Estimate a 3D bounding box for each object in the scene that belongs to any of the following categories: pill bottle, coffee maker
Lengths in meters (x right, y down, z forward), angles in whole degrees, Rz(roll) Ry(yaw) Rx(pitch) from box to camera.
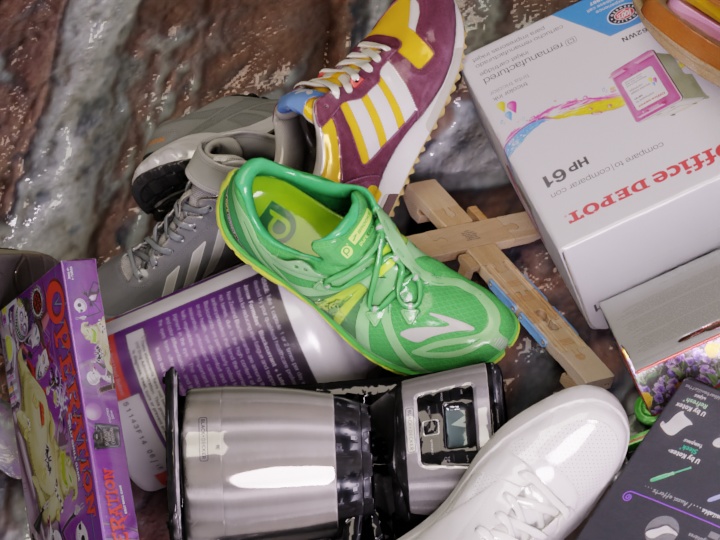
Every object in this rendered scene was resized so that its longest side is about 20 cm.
[{"bbox_3d":[-0.064,0.052,1.769,0.200,0.111,0.112,-22,47,6],"label":"pill bottle"},{"bbox_3d":[-0.011,0.119,1.663,0.200,0.192,0.135,-2,89,-1],"label":"coffee maker"}]

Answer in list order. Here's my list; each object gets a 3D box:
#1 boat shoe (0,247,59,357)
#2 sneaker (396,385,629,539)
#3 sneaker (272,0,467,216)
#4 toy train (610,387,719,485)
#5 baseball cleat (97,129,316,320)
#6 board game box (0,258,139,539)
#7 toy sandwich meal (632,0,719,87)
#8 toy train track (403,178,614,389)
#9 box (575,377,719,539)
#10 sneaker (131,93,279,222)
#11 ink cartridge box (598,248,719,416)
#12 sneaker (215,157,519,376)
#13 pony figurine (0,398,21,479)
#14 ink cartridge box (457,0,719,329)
[{"bbox_3d":[-0.251,0.011,1.829,0.073,0.200,0.075,16,83,24],"label":"boat shoe"},{"bbox_3d":[0.075,0.155,1.523,0.200,0.074,0.116,-44,18,10],"label":"sneaker"},{"bbox_3d":[-0.002,-0.109,1.808,0.075,0.090,0.200,-1,63,53],"label":"sneaker"},{"bbox_3d":[0.227,0.081,1.663,0.200,0.042,0.056,-23,57,6],"label":"toy train"},{"bbox_3d":[-0.113,-0.032,1.863,0.200,0.107,0.070,-27,41,-1],"label":"baseball cleat"},{"bbox_3d":[-0.177,0.105,1.728,0.120,0.032,0.200,-30,66,55],"label":"board game box"},{"bbox_3d":[0.252,-0.172,1.771,0.205,0.070,0.205,16,35,-12],"label":"toy sandwich meal"},{"bbox_3d":[0.088,0.016,1.779,0.115,0.033,0.200,-12,45,-34],"label":"toy train track"},{"bbox_3d":[0.182,0.180,1.543,0.106,0.122,0.200,21,63,35],"label":"box"},{"bbox_3d":[-0.059,-0.092,1.915,0.200,0.074,0.079,-11,44,17],"label":"sneaker"},{"bbox_3d":[0.203,0.035,1.630,0.109,0.050,0.200,-25,10,4],"label":"ink cartridge box"},{"bbox_3d":[0.000,0.000,1.676,0.200,0.084,0.074,29,73,7],"label":"sneaker"},{"bbox_3d":[-0.311,0.097,1.816,0.193,0.200,0.167,36,65,24],"label":"pony figurine"},{"bbox_3d":[0.166,-0.078,1.785,0.144,0.085,0.200,-25,46,0],"label":"ink cartridge box"}]
